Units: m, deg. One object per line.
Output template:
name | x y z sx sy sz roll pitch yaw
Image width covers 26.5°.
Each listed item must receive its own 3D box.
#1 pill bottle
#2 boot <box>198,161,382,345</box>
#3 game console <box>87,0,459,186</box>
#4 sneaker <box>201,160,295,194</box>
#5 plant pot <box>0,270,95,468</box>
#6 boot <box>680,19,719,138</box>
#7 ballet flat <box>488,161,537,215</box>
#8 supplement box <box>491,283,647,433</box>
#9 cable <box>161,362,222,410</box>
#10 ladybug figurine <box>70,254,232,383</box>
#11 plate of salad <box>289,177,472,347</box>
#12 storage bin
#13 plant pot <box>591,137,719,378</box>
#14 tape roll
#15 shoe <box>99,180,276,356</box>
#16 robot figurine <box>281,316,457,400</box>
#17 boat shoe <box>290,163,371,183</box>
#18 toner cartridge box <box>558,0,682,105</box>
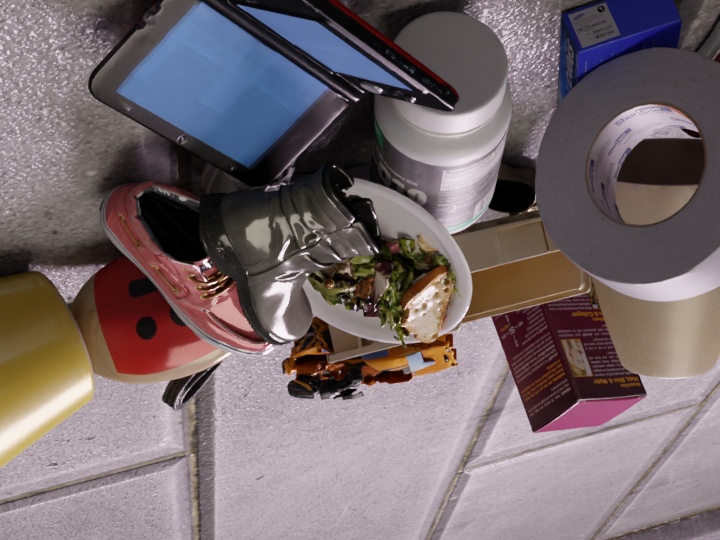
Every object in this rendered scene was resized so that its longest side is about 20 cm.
pill bottle | 0.066 -0.119 1.264 0.112 0.114 0.200 -15 156 -8
boot | -0.040 -0.007 1.244 0.129 0.068 0.200 -10 146 14
game console | -0.059 -0.127 1.093 0.171 0.120 0.199 20 175 43
sneaker | -0.074 -0.090 1.261 0.074 0.083 0.200 -8 155 -23
plant pot | -0.346 0.096 1.353 0.188 0.202 0.201 -24 161 -25
boot | 0.356 -0.139 1.401 0.072 0.146 0.200 -15 159 -14
ballet flat | 0.133 -0.082 1.485 0.067 0.047 0.200 -25 156 18
supplement box | 0.220 0.069 1.688 0.109 0.202 0.086 0 152 -37
cable | -0.126 0.045 1.471 0.200 0.050 0.097 -50 171 -2
ladybug figurine | -0.175 0.028 1.387 0.198 0.137 0.072 -17 149 1
plate of salad | 0.000 0.000 1.331 0.198 0.048 0.201 16 140 14
storage bin | 0.091 0.010 1.485 0.199 0.095 0.198 -13 177 -44
plant pot | 0.293 -0.007 1.452 0.185 0.202 0.188 -2 -163 1
tape roll | 0.247 -0.079 1.267 0.199 0.202 0.066 -29 154 23
shoe | -0.133 0.001 1.292 0.072 0.200 0.091 -51 -162 -17
robot figurine | 0.007 0.081 1.673 0.198 0.145 0.059 -11 117 9
boat shoe | -0.005 -0.052 1.419 0.198 0.073 0.066 -8 160 -21
toner cartridge box | 0.226 -0.173 1.355 0.094 0.044 0.200 -16 157 -1
